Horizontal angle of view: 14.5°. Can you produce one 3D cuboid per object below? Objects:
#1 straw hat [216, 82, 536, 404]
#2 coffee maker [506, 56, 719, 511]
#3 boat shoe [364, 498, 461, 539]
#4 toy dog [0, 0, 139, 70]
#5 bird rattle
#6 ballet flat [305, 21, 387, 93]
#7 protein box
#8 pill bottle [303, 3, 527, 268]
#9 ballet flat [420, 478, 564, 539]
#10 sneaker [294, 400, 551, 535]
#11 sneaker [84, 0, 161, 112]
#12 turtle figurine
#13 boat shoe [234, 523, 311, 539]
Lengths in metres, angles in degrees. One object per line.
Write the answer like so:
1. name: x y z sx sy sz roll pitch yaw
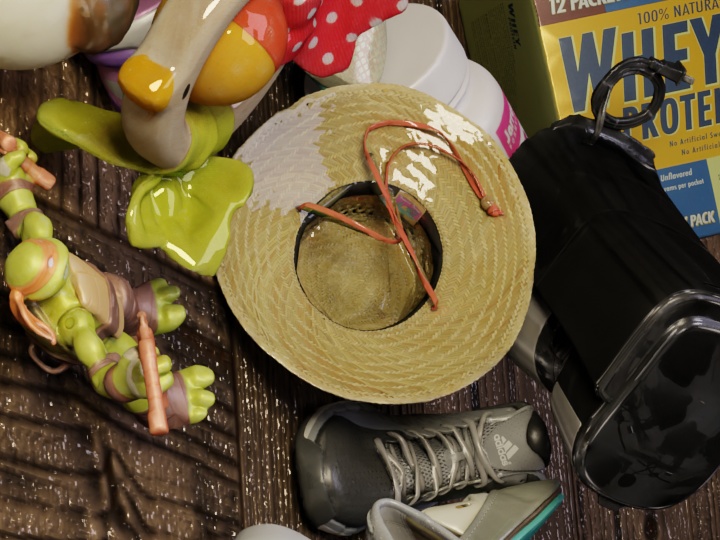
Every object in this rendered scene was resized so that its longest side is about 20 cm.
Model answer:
1. straw hat: 0.000 0.000 1.599 0.085 0.200 0.202 125 -32 -60
2. coffee maker: 0.152 0.006 1.599 0.200 0.134 0.193 -126 -138 -53
3. boat shoe: 0.073 0.187 1.458 0.074 0.202 0.065 -22 128 -35
4. toy dog: -0.173 -0.164 1.240 0.200 0.139 0.195 42 44 -56
5. bird rattle: -0.056 -0.102 1.340 0.113 0.200 0.163 44 -11 13
6. ballet flat: -0.021 -0.194 1.654 0.062 0.067 0.200 113 -28 -50
7. protein box: 0.168 -0.110 1.871 0.200 0.134 0.199 165 -88 -80
8. pill bottle: 0.050 -0.057 1.712 0.200 0.113 0.114 58 30 -37
9. ballet flat: 0.041 0.168 1.576 0.064 0.067 0.200 40 55 4
10. sneaker: 0.046 0.102 1.623 0.200 0.115 0.075 -5 84 -67
11. sneaker: -0.087 -0.132 1.498 0.200 0.080 0.089 -52 131 -53
12. turtle figurine: -0.125 0.026 1.325 0.200 0.064 0.161 53 4 29
13. boat shoe: -0.019 0.226 1.470 0.200 0.072 0.071 64 32 -22
